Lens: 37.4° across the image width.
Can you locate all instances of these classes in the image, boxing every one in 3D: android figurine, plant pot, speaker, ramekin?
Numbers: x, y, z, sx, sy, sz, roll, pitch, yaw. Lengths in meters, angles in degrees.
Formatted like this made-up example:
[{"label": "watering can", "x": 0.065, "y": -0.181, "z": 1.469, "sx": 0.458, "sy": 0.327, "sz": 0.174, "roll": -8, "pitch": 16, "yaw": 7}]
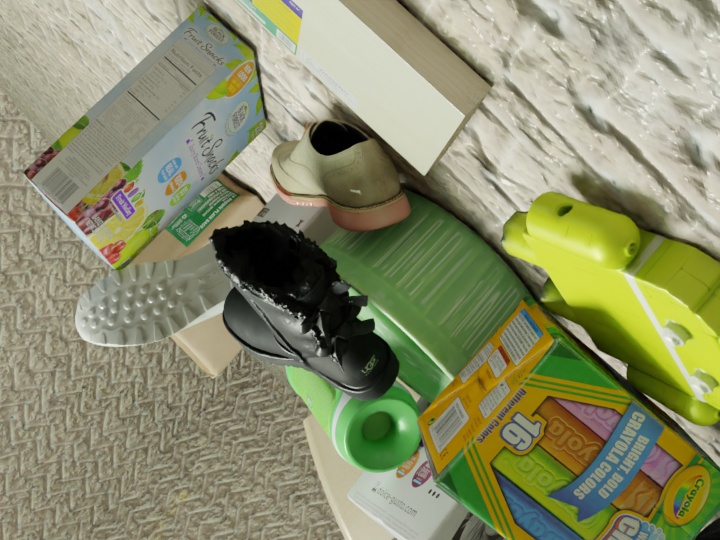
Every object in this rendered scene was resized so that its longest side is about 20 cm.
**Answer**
[{"label": "android figurine", "x": 0.169, "y": 0.025, "z": 0.629, "sx": 0.200, "sy": 0.041, "sz": 0.182, "roll": 32, "pitch": 164, "yaw": 52}, {"label": "plant pot", "x": 0.046, "y": 0.212, "z": 1.313, "sx": 0.177, "sy": 0.200, "sz": 0.200, "roll": 54, "pitch": -170, "yaw": 11}, {"label": "speaker", "x": -0.011, "y": 0.114, "z": 1.005, "sx": 0.088, "sy": 0.088, "sz": 0.200, "roll": 48, "pitch": 177, "yaw": -25}, {"label": "ramekin", "x": 0.054, "y": 0.025, "z": 0.877, "sx": 0.200, "sy": 0.098, "sz": 0.200, "roll": 41, "pitch": 168, "yaw": 10}]

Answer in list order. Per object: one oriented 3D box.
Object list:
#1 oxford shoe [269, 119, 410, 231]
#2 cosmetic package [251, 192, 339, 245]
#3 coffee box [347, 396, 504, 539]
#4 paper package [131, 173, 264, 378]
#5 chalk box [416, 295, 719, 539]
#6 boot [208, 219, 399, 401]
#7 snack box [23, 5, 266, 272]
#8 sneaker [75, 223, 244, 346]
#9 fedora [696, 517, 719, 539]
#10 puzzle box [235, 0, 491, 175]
[{"label": "oxford shoe", "x": -0.023, "y": -0.090, "z": 0.848, "sx": 0.200, "sy": 0.071, "sz": 0.074, "roll": 26, "pitch": 135, "yaw": 58}, {"label": "cosmetic package", "x": 0.000, "y": 0.000, "z": 1.021, "sx": 0.200, "sy": 0.081, "sz": 0.113, "roll": 50, "pitch": 167, "yaw": -28}, {"label": "coffee box", "x": 0.145, "y": 0.201, "z": 0.948, "sx": 0.200, "sy": 0.198, "sz": 0.200, "roll": 42, "pitch": 169, "yaw": -15}, {"label": "paper package", "x": -0.190, "y": 0.004, "z": 1.382, "sx": 0.103, "sy": 0.200, "sz": 0.191, "roll": 34, "pitch": 167, "yaw": 38}, {"label": "chalk box", "x": 0.156, "y": 0.135, "z": 0.714, "sx": 0.200, "sy": 0.124, "sz": 0.125, "roll": 38, "pitch": -173, "yaw": -9}, {"label": "boot", "x": -0.066, "y": 0.020, "z": 0.832, "sx": 0.198, "sy": 0.073, "sz": 0.163, "roll": 25, "pitch": 162, "yaw": 38}, {"label": "snack box", "x": -0.175, "y": -0.106, "z": 0.915, "sx": 0.068, "sy": 0.200, "sz": 0.169, "roll": 41, "pitch": 170, "yaw": 8}, {"label": "sneaker", "x": -0.163, "y": 0.024, "z": 0.985, "sx": 0.081, "sy": 0.199, "sz": 0.077, "roll": 102, "pitch": 148, "yaw": -78}, {"label": "fedora", "x": 0.296, "y": 0.245, "z": 0.815, "sx": 0.200, "sy": 0.092, "sz": 0.201, "roll": 25, "pitch": 147, "yaw": 18}, {"label": "puzzle box", "x": -0.014, "y": -0.149, "z": 0.650, "sx": 0.200, "sy": 0.025, "sz": 0.133, "roll": 43, "pitch": 169, "yaw": 1}]
